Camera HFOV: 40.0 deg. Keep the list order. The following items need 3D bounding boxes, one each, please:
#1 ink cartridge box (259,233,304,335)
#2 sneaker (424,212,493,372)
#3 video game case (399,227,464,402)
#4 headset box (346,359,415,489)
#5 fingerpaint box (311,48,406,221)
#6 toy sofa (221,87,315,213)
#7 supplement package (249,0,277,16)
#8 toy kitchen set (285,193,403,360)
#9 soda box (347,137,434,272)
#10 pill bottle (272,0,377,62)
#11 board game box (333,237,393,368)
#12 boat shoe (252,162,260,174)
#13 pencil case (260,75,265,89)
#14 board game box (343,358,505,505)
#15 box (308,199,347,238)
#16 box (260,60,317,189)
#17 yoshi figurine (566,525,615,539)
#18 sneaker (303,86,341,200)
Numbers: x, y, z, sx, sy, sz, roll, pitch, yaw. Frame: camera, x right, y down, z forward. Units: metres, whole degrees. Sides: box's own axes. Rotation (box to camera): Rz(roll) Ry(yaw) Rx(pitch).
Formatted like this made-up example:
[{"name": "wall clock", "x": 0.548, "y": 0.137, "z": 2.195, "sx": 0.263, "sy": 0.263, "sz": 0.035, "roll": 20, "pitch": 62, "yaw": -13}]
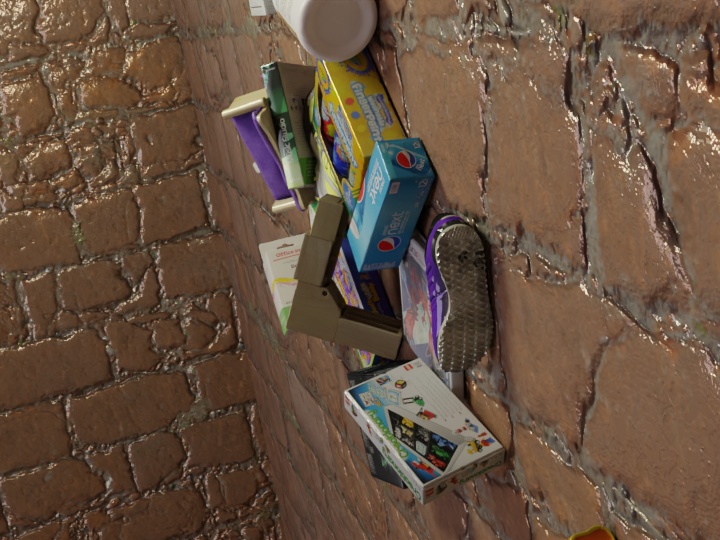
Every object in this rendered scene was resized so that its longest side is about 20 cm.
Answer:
[{"name": "ink cartridge box", "x": -0.123, "y": 0.014, "z": 1.973, "sx": 0.067, "sy": 0.116, "sz": 0.202, "roll": 115, "pitch": 138, "yaw": -67}, {"name": "sneaker", "x": 0.113, "y": 0.021, "z": 1.196, "sx": 0.100, "sy": 0.069, "sz": 0.202, "roll": -117, "pitch": 22, "yaw": -62}, {"name": "video game case", "x": 0.095, "y": 0.055, "z": 1.367, "sx": 0.182, "sy": 0.023, "sz": 0.202, "roll": -126, "pitch": 26, "yaw": -56}, {"name": "headset box", "x": 0.061, "y": 0.231, "z": 1.521, "sx": 0.200, "sy": 0.092, "sz": 0.176, "roll": 154, "pitch": 101, "yaw": -75}, {"name": "fingerpaint box", "x": -0.006, "y": -0.196, "z": 1.410, "sx": 0.167, "sy": 0.072, "sz": 0.202, "roll": 101, "pitch": 151, "yaw": -60}, {"name": "toy sofa", "x": -0.146, "y": -0.189, "z": 1.619, "sx": 0.201, "sy": 0.082, "sz": 0.098, "roll": 63, "pitch": -150, "yaw": -29}, {"name": "supplement package", "x": -0.124, "y": -0.499, "z": 1.502, "sx": 0.114, "sy": 0.108, "sz": 0.202, "roll": -142, "pitch": 40, "yaw": -67}, {"name": "toy kitchen set", "x": 0.000, "y": 0.000, "z": 1.530, "sx": 0.163, "sy": 0.178, "sz": 0.202, "roll": -59, "pitch": -15, "yaw": -78}, {"name": "soda box", "x": 0.037, "y": -0.084, "z": 1.322, "sx": 0.201, "sy": 0.063, "sz": 0.068, "roll": 110, "pitch": 148, "yaw": -52}, {"name": "pill bottle", "x": -0.061, "y": -0.378, "z": 1.367, "sx": 0.201, "sy": 0.113, "sz": 0.115, "roll": -122, "pitch": 22, "yaw": -50}, {"name": "board game box", "x": 0.008, "y": 0.061, "z": 1.660, "sx": 0.135, "sy": 0.044, "sz": 0.202, "roll": 103, "pitch": 150, "yaw": -61}, {"name": "boat shoe", "x": -0.138, "y": -0.194, "z": 1.836, "sx": 0.064, "sy": 0.070, "sz": 0.200, "roll": 69, "pitch": -160, "yaw": -8}, {"name": "pencil case", "x": -0.110, "y": -0.249, "z": 1.726, "sx": 0.085, "sy": 0.091, "sz": 0.203, "roll": -160, "pitch": 58, "yaw": -72}, {"name": "board game box", "x": 0.080, "y": 0.204, "z": 1.293, "sx": 0.200, "sy": 0.125, "sz": 0.035, "roll": 46, "pitch": 148, "yaw": 44}, {"name": "box", "x": -0.053, "y": -0.018, "z": 1.809, "sx": 0.118, "sy": 0.048, "sz": 0.202, "roll": -120, "pitch": 23, "yaw": -55}, {"name": "box", "x": -0.093, "y": -0.235, "z": 1.614, "sx": 0.144, "sy": 0.036, "sz": 0.203, "roll": -14, "pitch": -89, "yaw": -63}, {"name": "yoshi figurine", "x": 0.236, "y": 0.360, "z": 1.036, "sx": 0.111, "sy": 0.112, "sz": 0.201, "roll": 28, "pitch": 130, "yaw": 14}, {"name": "sneaker", "x": -0.036, "y": -0.200, "z": 1.573, "sx": 0.076, "sy": 0.075, "sz": 0.203, "roll": -16, "pitch": 84, "yaw": 43}]
